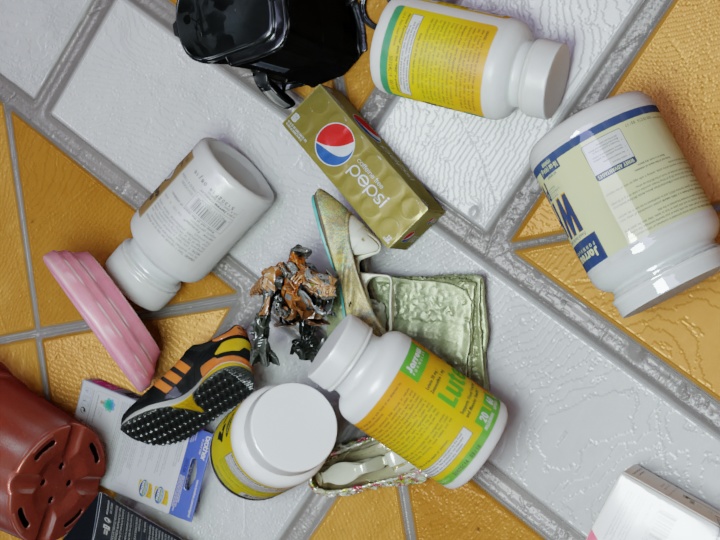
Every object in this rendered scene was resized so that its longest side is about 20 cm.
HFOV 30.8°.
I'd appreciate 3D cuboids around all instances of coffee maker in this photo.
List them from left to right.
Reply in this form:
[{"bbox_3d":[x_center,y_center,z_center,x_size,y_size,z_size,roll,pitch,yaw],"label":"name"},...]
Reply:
[{"bbox_3d":[-0.082,-0.287,1.464,0.192,0.200,0.135,-37,78,17],"label":"coffee maker"}]

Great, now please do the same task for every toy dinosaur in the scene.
[{"bbox_3d":[-0.075,0.037,1.490,0.102,0.200,0.136,1,95,-6],"label":"toy dinosaur"}]

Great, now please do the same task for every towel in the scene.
[{"bbox_3d":[0.050,0.076,1.496,0.199,0.036,0.149,1,90,21],"label":"towel"}]

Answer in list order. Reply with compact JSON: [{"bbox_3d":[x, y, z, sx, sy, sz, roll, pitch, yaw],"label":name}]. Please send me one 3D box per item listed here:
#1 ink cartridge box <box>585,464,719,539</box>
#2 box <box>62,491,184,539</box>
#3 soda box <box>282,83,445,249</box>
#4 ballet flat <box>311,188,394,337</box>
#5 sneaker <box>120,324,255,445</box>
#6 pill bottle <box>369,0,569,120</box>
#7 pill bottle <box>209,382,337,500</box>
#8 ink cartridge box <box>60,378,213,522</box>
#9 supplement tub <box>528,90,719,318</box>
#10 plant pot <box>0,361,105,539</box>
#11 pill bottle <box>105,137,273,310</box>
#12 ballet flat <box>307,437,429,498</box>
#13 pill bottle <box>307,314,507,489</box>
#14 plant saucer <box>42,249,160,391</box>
[{"bbox_3d":[0.333,0.315,1.355,0.200,0.083,0.147,29,100,20],"label":"ink cartridge box"},{"bbox_3d":[-0.282,0.405,1.537,0.196,0.124,0.200,33,104,-18],"label":"box"},{"bbox_3d":[0.004,-0.118,1.501,0.068,0.064,0.200,-44,75,15],"label":"soda box"},{"bbox_3d":[0.000,0.000,1.462,0.071,0.071,0.201,-14,89,21],"label":"ballet flat"},{"bbox_3d":[-0.202,0.136,1.554,0.200,0.070,0.090,-30,39,27],"label":"sneaker"},{"bbox_3d":[0.121,-0.228,1.429,0.200,0.113,0.113,17,96,21],"label":"pill bottle"},{"bbox_3d":[-0.097,0.190,1.456,0.114,0.200,0.115,5,73,-16],"label":"pill bottle"},{"bbox_3d":[-0.270,0.221,1.621,0.200,0.042,0.120,18,96,24],"label":"ink cartridge box"},{"bbox_3d":[0.278,-0.067,1.347,0.145,0.145,0.200,-30,79,19],"label":"supplement tub"},{"bbox_3d":[-0.426,0.224,1.578,0.195,0.201,0.201,18,96,33],"label":"plant pot"},{"bbox_3d":[-0.208,-0.051,1.558,0.200,0.114,0.114,-46,74,15],"label":"pill bottle"},{"bbox_3d":[0.026,0.219,1.489,0.200,0.064,0.076,-23,83,19],"label":"ballet flat"},{"bbox_3d":[0.048,0.135,1.399,0.200,0.111,0.111,35,103,-7],"label":"pill bottle"},{"bbox_3d":[-0.303,0.052,1.567,0.051,0.201,0.201,-37,75,-13],"label":"plant saucer"}]
